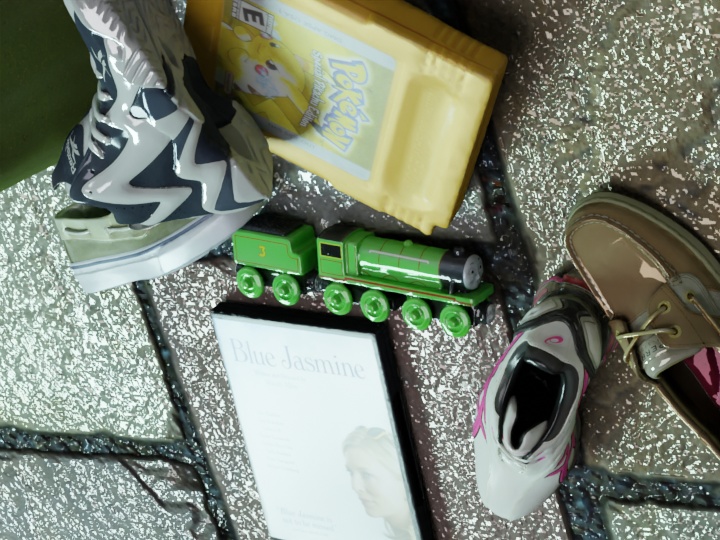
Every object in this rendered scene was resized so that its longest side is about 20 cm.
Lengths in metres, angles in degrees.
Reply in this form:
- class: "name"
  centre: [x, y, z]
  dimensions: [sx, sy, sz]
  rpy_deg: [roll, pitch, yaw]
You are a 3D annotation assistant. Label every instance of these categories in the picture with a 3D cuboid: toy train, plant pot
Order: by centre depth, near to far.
- class: "plant pot"
  centre: [-0.253, -0.126, 1.433]
  dimensions: [0.199, 0.190, 0.201]
  rpy_deg: [19, 129, 25]
- class: "toy train"
  centre: [0.000, 0.000, 1.450]
  dimensions: [0.199, 0.042, 0.057]
  rpy_deg: [10, 115, 30]

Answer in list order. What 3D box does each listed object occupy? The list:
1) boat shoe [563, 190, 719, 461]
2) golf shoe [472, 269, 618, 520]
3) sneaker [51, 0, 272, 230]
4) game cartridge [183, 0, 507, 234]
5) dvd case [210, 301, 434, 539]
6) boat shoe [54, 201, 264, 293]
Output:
- class: "boat shoe"
  centre: [0.192, 0.039, 1.319]
  dimensions: [0.200, 0.066, 0.074]
  rpy_deg: [46, 135, 0]
- class: "golf shoe"
  centre: [0.103, 0.094, 1.404]
  dimensions: [0.072, 0.092, 0.201]
  rpy_deg: [27, 133, 15]
- class: "sneaker"
  centre: [-0.155, -0.097, 1.354]
  dimensions: [0.129, 0.080, 0.199]
  rpy_deg: [-23, 134, 20]
- class: "game cartridge"
  centre: [-0.017, -0.115, 1.344]
  dimensions: [0.199, 0.033, 0.177]
  rpy_deg: [29, 149, 9]
- class: "dvd case"
  centre: [-0.025, 0.117, 1.562]
  dimensions: [0.142, 0.018, 0.201]
  rpy_deg: [7, 123, 33]
- class: "boat shoe"
  centre: [-0.145, -0.034, 1.505]
  dimensions: [0.199, 0.072, 0.062]
  rpy_deg: [-19, 110, 45]
